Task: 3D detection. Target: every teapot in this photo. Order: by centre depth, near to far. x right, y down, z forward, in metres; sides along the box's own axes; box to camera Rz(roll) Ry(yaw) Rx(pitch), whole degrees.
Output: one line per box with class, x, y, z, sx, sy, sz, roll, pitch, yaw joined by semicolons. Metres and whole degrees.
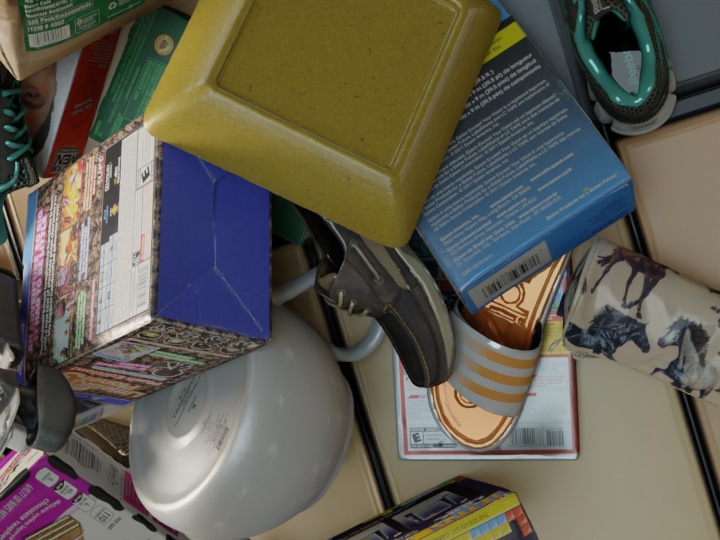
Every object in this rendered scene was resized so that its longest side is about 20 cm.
teapot;-0.072;0.114;1.005;0.200;0.146;0.198;-34;47;40

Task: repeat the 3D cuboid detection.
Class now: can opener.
can opener;-0.243;0.068;0.930;0.067;0.200;0.053;20;109;-25

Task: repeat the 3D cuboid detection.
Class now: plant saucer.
plant saucer;-0.017;-0.145;0.895;0.199;0.048;0.201;25;75;-8

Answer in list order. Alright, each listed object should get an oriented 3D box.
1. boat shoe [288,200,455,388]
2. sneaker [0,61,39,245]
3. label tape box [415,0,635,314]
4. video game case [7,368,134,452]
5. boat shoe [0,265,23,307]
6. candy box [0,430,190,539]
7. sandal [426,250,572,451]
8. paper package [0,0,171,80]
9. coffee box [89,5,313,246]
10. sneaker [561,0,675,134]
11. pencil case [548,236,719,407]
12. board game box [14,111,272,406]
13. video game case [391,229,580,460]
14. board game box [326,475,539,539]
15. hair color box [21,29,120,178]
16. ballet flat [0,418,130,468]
boat shoe;0.000;0.000;0.958;0.073;0.074;0.200;-27;91;-19
sneaker;-0.280;-0.101;1.010;0.091;0.078;0.200;29;112;5
label tape box;0.086;-0.093;0.963;0.144;0.063;0.200;-33;67;3
video game case;-0.273;0.087;1.019;0.143;0.200;0.018;22;99;11
boat shoe;-0.331;0.018;1.093;0.201;0.072;0.061;2;101;17
candy box;-0.214;0.225;1.047;0.200;0.061;0.136;40;106;-24
sandal;0.100;0.037;0.977;0.079;0.059;0.207;20;100;11
paper package;-0.212;-0.266;0.950;0.200;0.104;0.191;-32;65;-22
coffee box;-0.102;-0.116;1.037;0.200;0.044;0.123;26;101;10
sneaker;0.173;-0.195;0.930;0.077;0.091;0.201;-22;90;14
pencil case;0.239;0.055;0.946;0.199;0.078;0.090;25;105;5
board game box;-0.160;-0.004;0.963;0.200;0.097;0.160;-23;60;46
video game case;0.094;0.047;1.020;0.142;0.017;0.201;-2;95;14
board game box;0.015;0.218;0.947;0.199;0.165;0.057;-25;91;-10
hair color box;-0.255;-0.185;1.059;0.101;0.061;0.201;21;101;10
ballet flat;-0.247;0.145;1.099;0.199;0.046;0.068;15;98;12
